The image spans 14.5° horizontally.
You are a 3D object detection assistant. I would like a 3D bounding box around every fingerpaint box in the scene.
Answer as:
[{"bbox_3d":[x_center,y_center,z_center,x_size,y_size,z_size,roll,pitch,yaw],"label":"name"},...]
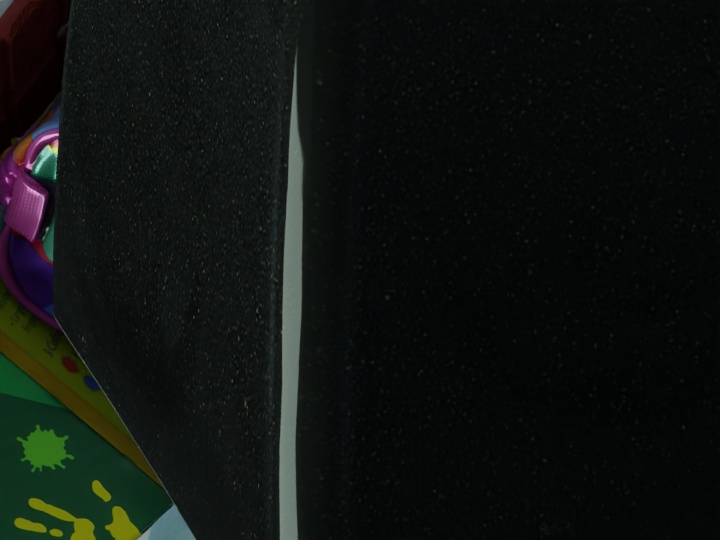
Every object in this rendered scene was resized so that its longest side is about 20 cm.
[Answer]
[{"bbox_3d":[-0.128,0.000,0.997,0.167,0.073,0.200,41,-155,-13],"label":"fingerpaint box"}]

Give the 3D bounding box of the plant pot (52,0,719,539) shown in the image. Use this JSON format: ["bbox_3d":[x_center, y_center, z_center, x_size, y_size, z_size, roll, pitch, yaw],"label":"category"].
[{"bbox_3d":[0.038,-0.052,0.650,0.200,0.199,0.178,-133,34,-59],"label":"plant pot"}]

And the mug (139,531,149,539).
[{"bbox_3d":[-0.055,0.024,1.386,0.175,0.147,0.200,93,-177,-50],"label":"mug"}]

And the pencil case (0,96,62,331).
[{"bbox_3d":[-0.057,-0.054,0.974,0.200,0.088,0.089,-60,-44,-57],"label":"pencil case"}]

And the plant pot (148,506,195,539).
[{"bbox_3d":[-0.007,0.145,1.111,0.200,0.134,0.200,31,-166,-9],"label":"plant pot"}]

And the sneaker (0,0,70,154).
[{"bbox_3d":[-0.136,-0.125,0.949,0.115,0.200,0.078,28,152,9],"label":"sneaker"}]
